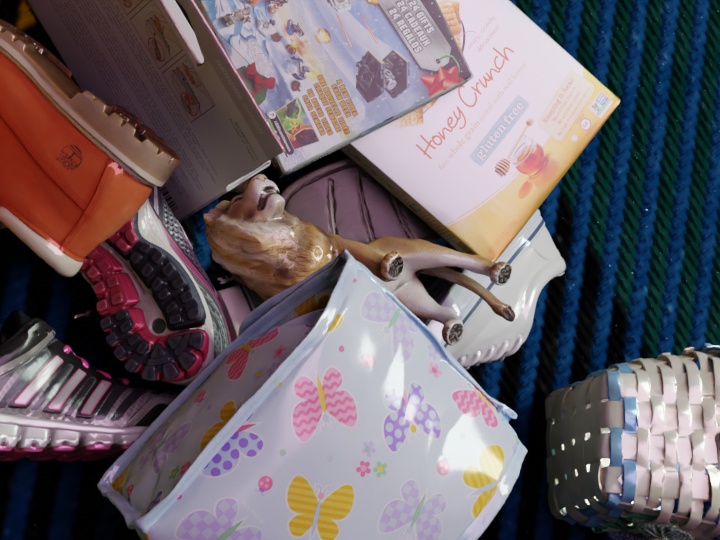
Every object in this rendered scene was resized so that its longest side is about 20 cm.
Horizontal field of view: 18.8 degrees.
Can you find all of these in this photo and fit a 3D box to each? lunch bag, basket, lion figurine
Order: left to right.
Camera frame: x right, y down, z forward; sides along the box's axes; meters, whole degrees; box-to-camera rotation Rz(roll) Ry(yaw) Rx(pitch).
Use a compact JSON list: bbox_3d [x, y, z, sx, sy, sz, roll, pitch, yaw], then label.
[{"bbox_3d":[-0.021,0.114,1.259,0.200,0.127,0.170,-47,110,-5],"label":"lunch bag"},{"bbox_3d":[0.000,0.000,1.365,0.199,0.122,0.073,17,92,-50],"label":"lion figurine"},{"bbox_3d":[0.233,0.124,1.486,0.198,0.176,0.141,-2,78,-13],"label":"basket"}]

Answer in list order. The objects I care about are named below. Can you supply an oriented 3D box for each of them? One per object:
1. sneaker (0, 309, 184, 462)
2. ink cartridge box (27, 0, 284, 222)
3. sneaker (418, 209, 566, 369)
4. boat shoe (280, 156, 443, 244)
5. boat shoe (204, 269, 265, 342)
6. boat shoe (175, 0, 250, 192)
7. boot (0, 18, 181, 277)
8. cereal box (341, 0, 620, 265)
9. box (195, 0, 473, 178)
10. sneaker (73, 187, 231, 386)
[{"bbox_3d":[-0.183,0.067,1.292,0.198,0.074,0.088,3,78,-30],"label":"sneaker"},{"bbox_3d":[-0.121,-0.140,1.317,0.045,0.176,0.201,-33,94,-32],"label":"ink cartridge box"},{"bbox_3d":[0.078,0.034,1.465,0.071,0.073,0.200,48,58,-9],"label":"sneaker"},{"bbox_3d":[0.033,-0.047,1.463,0.198,0.068,0.073,-11,93,-15],"label":"boat shoe"},{"bbox_3d":[-0.041,0.088,1.378,0.092,0.074,0.202,-16,90,-42],"label":"boat shoe"},{"bbox_3d":[-0.107,-0.148,1.407,0.071,0.072,0.202,-6,91,-3],"label":"boat shoe"},{"bbox_3d":[-0.211,-0.085,1.296,0.200,0.075,0.108,41,98,22],"label":"boot"},{"bbox_3d":[0.050,-0.120,1.415,0.200,0.040,0.144,40,81,-7],"label":"cereal box"},{"bbox_3d":[-0.034,-0.178,1.363,0.136,0.040,0.201,-26,90,-9],"label":"box"},{"bbox_3d":[-0.145,-0.014,1.333,0.201,0.080,0.075,63,13,18],"label":"sneaker"}]
